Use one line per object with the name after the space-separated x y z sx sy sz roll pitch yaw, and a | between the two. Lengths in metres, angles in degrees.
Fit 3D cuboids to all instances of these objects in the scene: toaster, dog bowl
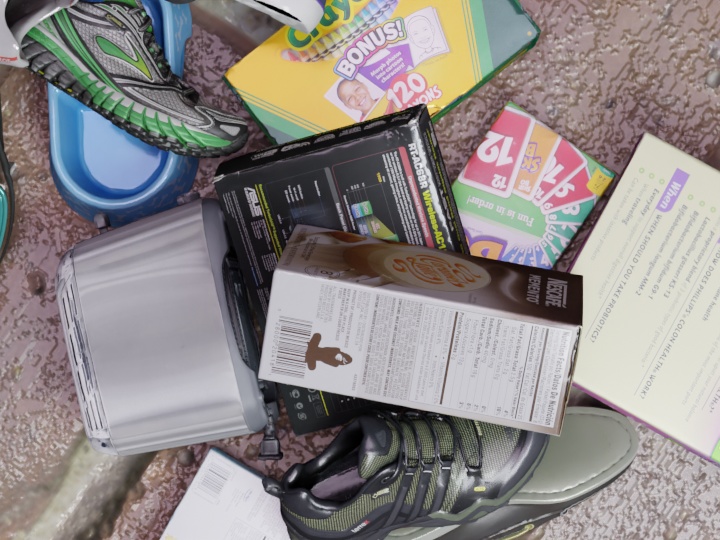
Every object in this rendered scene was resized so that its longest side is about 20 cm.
-0.134 0.051 1.571 0.128 0.114 0.201 -13 88 6 | toaster
-0.177 -0.133 1.611 0.111 0.050 0.202 -3 86 3 | dog bowl

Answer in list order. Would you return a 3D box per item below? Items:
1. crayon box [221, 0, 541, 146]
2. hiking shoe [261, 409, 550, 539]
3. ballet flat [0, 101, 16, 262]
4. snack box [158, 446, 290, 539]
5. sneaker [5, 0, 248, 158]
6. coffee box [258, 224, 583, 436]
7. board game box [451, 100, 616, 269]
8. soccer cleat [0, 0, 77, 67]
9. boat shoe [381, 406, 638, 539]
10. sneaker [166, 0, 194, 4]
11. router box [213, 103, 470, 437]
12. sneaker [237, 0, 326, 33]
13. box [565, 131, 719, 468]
0.015 -0.152 1.599 0.200 0.058 0.119 -38 87 1 | crayon box
0.035 0.131 1.512 0.199 0.101 0.076 -26 58 1 | hiking shoe
-0.275 -0.080 1.593 0.067 0.069 0.201 9 124 1 | ballet flat
-0.105 0.242 1.596 0.116 0.037 0.201 30 89 5 | snack box
-0.161 -0.145 1.548 0.199 0.078 0.085 33 88 4 | sneaker
0.042 0.037 1.461 0.199 0.114 0.080 10 108 3 | coffee box
0.089 -0.013 1.607 0.095 0.030 0.201 34 92 3 | board game box
-0.212 -0.224 1.520 0.085 0.069 0.201 23 70 24 | soccer cleat
0.102 0.154 1.582 0.200 0.061 0.072 -18 56 0 | boat shoe
-0.174 -0.267 1.601 0.115 0.075 0.201 -13 63 11 | sneaker
0.000 0.000 1.547 0.149 0.062 0.201 -14 104 12 | router box
-0.046 -0.248 1.537 0.080 0.200 0.147 23 96 -13 | sneaker
0.240 0.031 1.562 0.199 0.097 0.177 29 89 4 | box
